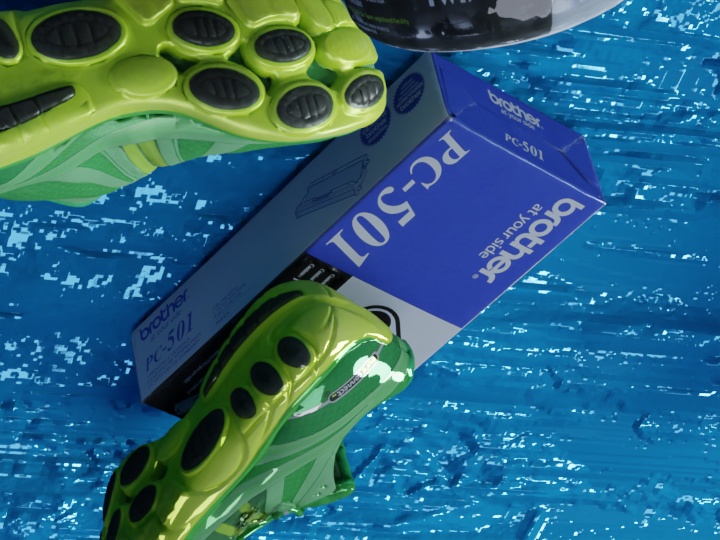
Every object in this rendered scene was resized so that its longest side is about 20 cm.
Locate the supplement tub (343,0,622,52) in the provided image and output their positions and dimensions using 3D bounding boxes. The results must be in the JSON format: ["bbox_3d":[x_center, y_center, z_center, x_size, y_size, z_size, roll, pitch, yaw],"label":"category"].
[{"bbox_3d":[0.028,-0.183,0.848,0.122,0.123,0.201,-16,115,2],"label":"supplement tub"}]

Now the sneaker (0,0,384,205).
[{"bbox_3d":[-0.089,-0.070,1.006,0.199,0.074,0.084,-7,169,-16],"label":"sneaker"}]

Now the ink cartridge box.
[{"bbox_3d":[0.000,0.000,1.118,0.094,0.044,0.200,26,125,-35],"label":"ink cartridge box"}]

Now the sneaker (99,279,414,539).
[{"bbox_3d":[-0.047,0.090,1.114,0.083,0.074,0.200,21,128,-28],"label":"sneaker"}]
